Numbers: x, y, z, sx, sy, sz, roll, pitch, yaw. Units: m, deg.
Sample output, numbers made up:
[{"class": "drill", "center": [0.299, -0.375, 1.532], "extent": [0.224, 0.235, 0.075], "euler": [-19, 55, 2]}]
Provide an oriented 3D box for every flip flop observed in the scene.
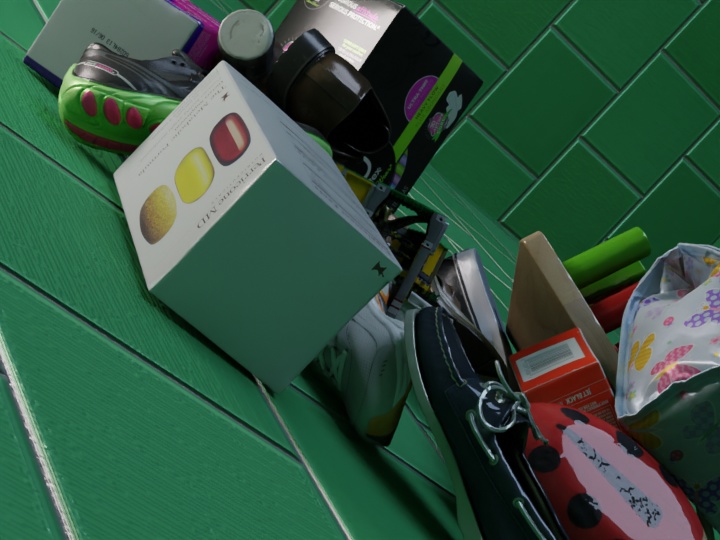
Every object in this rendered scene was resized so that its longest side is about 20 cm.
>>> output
[{"class": "flip flop", "center": [0.058, 0.038, 1.506], "extent": [0.200, 0.081, 0.058], "euler": [50, 15, 19]}]

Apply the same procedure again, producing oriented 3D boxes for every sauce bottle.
[{"class": "sauce bottle", "center": [-0.084, -0.142, 1.359], "extent": [0.065, 0.065, 0.200], "euler": [45, -12, 12]}]

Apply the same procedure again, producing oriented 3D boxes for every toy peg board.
[{"class": "toy peg board", "center": [0.213, 0.074, 1.443], "extent": [0.199, 0.098, 0.200], "euler": [60, -11, 21]}]

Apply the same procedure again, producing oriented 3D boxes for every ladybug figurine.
[{"class": "ladybug figurine", "center": [0.158, 0.161, 1.179], "extent": [0.200, 0.072, 0.136], "euler": [42, 50, -4]}]

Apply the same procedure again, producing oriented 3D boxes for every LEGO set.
[{"class": "LEGO set", "center": [-0.029, -0.012, 1.350], "extent": [0.200, 0.116, 0.154], "euler": [29, -10, -6]}]

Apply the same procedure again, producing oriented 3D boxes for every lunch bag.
[{"class": "lunch bag", "center": [0.277, 0.082, 1.286], "extent": [0.170, 0.127, 0.200], "euler": [49, 25, -17]}]

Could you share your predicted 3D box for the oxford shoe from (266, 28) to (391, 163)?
[{"class": "oxford shoe", "center": [-0.018, -0.107, 1.342], "extent": [0.084, 0.073, 0.200], "euler": [41, -4, 10]}]

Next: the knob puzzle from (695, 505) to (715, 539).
[{"class": "knob puzzle", "center": [0.277, 0.236, 1.331], "extent": [0.220, 0.030, 0.220], "euler": [-10, 90, -81]}]

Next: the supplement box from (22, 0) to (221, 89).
[{"class": "supplement box", "center": [-0.163, -0.165, 1.381], "extent": [0.101, 0.103, 0.200], "euler": [35, 5, 8]}]

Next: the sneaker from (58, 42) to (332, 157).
[{"class": "sneaker", "center": [-0.109, -0.112, 1.242], "extent": [0.200, 0.077, 0.084], "euler": [18, 52, -21]}]

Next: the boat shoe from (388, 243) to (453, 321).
[{"class": "boat shoe", "center": [0.000, 0.000, 1.472], "extent": [0.200, 0.067, 0.074], "euler": [46, 8, 20]}]

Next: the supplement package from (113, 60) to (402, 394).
[{"class": "supplement package", "center": [-0.070, -0.032, 1.116], "extent": [0.110, 0.114, 0.200], "euler": [41, 8, -25]}]

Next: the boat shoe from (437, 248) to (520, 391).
[{"class": "boat shoe", "center": [0.095, 0.075, 1.541], "extent": [0.074, 0.068, 0.199], "euler": [52, 20, -63]}]

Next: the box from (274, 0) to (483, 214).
[{"class": "box", "center": [-0.016, -0.143, 1.609], "extent": [0.124, 0.200, 0.149], "euler": [34, 0, 41]}]

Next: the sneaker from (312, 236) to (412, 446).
[{"class": "sneaker", "center": [-0.022, 0.043, 1.187], "extent": [0.092, 0.076, 0.200], "euler": [9, 32, -17]}]

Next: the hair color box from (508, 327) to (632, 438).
[{"class": "hair color box", "center": [0.178, 0.152, 1.301], "extent": [0.111, 0.064, 0.200], "euler": [-95, 163, -79]}]

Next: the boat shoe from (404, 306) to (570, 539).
[{"class": "boat shoe", "center": [0.080, 0.105, 1.091], "extent": [0.075, 0.062, 0.200], "euler": [35, 32, -56]}]
